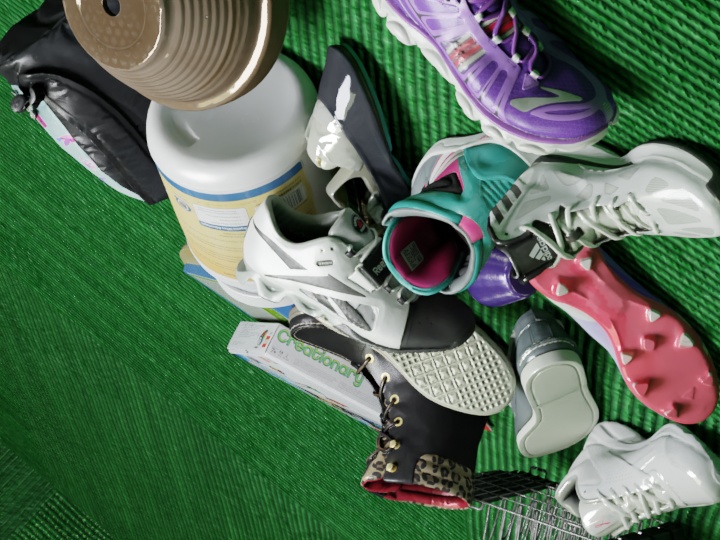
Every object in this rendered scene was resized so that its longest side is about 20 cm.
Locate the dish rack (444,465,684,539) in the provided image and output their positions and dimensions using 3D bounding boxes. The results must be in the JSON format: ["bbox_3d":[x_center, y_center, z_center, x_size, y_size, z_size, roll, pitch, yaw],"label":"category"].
[{"bbox_3d":[0.174,0.224,1.828,0.199,0.055,0.153,18,-170,33],"label":"dish rack"}]

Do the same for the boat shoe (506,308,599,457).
[{"bbox_3d":[0.156,0.097,1.757,0.200,0.072,0.062,77,174,-62],"label":"boat shoe"}]

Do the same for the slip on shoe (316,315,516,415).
[{"bbox_3d":[0.045,0.054,1.729,0.199,0.074,0.061,29,-173,20],"label":"slip on shoe"}]

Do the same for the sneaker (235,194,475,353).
[{"bbox_3d":[0.000,0.000,1.646,0.199,0.074,0.089,19,127,6],"label":"sneaker"}]

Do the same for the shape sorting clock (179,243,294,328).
[{"bbox_3d":[-0.076,0.026,1.923,0.199,0.039,0.200,30,170,6],"label":"shape sorting clock"}]

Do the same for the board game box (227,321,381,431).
[{"bbox_3d":[-0.018,0.107,1.948,0.199,0.035,0.126,29,171,-17],"label":"board game box"}]

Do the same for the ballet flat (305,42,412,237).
[{"bbox_3d":[-0.002,-0.089,1.656,0.073,0.073,0.200,26,154,40],"label":"ballet flat"}]

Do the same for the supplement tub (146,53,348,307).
[{"bbox_3d":[-0.089,-0.075,1.750,0.144,0.145,0.200,32,157,30],"label":"supplement tub"}]

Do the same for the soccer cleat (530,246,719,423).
[{"bbox_3d":[0.192,0.032,1.557,0.200,0.067,0.077,42,-168,-10],"label":"soccer cleat"}]

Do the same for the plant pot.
[{"bbox_3d":[-0.158,-0.210,1.565,0.200,0.093,0.202,16,118,32],"label":"plant pot"}]

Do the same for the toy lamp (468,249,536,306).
[{"bbox_3d":[0.078,-0.002,1.698,0.058,0.058,0.200,52,158,-22],"label":"toy lamp"}]

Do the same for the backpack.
[{"bbox_3d":[-0.209,-0.160,1.837,0.200,0.167,0.127,53,178,-31],"label":"backpack"}]

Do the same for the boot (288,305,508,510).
[{"bbox_3d":[0.024,0.114,1.797,0.199,0.151,0.073,17,157,-12],"label":"boot"}]

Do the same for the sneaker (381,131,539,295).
[{"bbox_3d":[0.061,-0.035,1.570,0.084,0.121,0.200,48,161,-8],"label":"sneaker"}]

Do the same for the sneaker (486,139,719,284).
[{"bbox_3d":[0.161,-0.027,1.399,0.200,0.115,0.076,12,143,56],"label":"sneaker"}]

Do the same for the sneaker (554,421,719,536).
[{"bbox_3d":[0.229,0.181,1.703,0.078,0.099,0.200,48,160,-12],"label":"sneaker"}]

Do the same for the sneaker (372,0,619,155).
[{"bbox_3d":[0.084,-0.154,1.359,0.200,0.081,0.084,41,154,12],"label":"sneaker"}]

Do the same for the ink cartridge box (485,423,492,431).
[{"bbox_3d":[0.017,0.096,2.032,0.176,0.045,0.200,53,159,-19],"label":"ink cartridge box"}]
